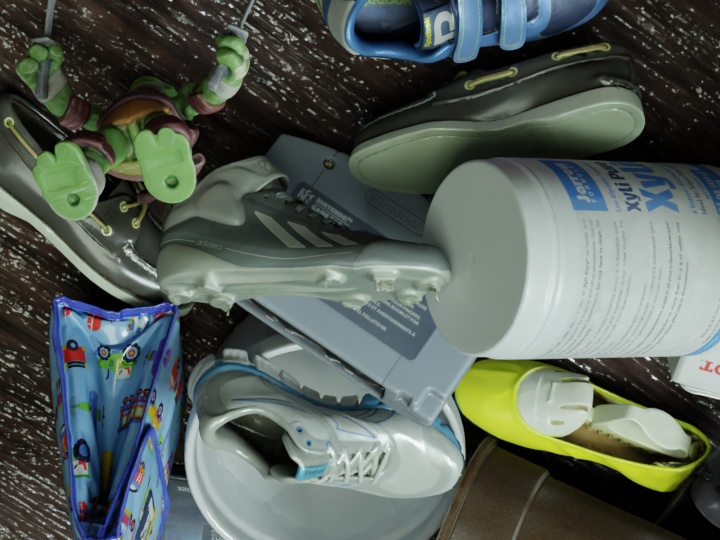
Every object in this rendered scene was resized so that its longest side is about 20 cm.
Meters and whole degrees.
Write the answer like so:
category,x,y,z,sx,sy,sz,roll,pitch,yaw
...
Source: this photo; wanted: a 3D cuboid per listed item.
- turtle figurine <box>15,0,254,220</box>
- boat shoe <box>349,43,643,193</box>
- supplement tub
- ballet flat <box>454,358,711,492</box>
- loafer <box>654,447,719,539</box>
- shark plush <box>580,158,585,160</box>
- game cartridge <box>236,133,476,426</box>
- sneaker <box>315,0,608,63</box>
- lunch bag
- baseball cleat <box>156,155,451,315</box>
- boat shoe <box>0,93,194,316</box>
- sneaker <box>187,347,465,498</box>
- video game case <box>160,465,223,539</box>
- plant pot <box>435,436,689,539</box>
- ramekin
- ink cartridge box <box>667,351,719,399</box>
category,x,y,z,sx,sy,sz,roll,pitch,yaw
turtle figurine,-0.150,-0.125,1.573,0.143,0.194,0.201,20,114,-8
boat shoe,0.089,-0.103,1.635,0.199,0.061,0.072,-11,147,13
supplement tub,0.155,-0.007,1.606,0.199,0.132,0.133,0,124,-33
ballet flat,0.167,0.105,1.767,0.199,0.067,0.067,22,156,-16
loafer,0.259,0.176,1.768,0.063,0.072,0.200,-18,156,-30
shark plush,0.108,-0.033,1.698,0.083,0.091,0.201,27,126,20
game cartridge,0.000,0.000,1.663,0.199,0.133,0.042,34,154,7
sneaker,0.070,-0.173,1.607,0.198,0.082,0.074,-6,118,1
lunch bag,-0.175,0.143,1.691,0.093,0.201,0.151,3,151,-1
baseball cleat,-0.038,-0.027,1.592,0.198,0.107,0.070,-1,158,11
boat shoe,-0.184,-0.044,1.686,0.201,0.072,0.061,36,117,-16
sneaker,-0.024,0.123,1.653,0.198,0.087,0.075,16,117,-10
video game case,-0.091,0.245,1.880,0.142,0.019,0.201,8,118,-4
plant pot,0.152,0.244,1.744,0.197,0.200,0.202,17,120,12
ramekin,-0.025,0.109,1.753,0.198,0.105,0.202,0,119,0
ink cartridge box,0.311,-0.005,1.698,0.145,0.085,0.201,15,118,-9
